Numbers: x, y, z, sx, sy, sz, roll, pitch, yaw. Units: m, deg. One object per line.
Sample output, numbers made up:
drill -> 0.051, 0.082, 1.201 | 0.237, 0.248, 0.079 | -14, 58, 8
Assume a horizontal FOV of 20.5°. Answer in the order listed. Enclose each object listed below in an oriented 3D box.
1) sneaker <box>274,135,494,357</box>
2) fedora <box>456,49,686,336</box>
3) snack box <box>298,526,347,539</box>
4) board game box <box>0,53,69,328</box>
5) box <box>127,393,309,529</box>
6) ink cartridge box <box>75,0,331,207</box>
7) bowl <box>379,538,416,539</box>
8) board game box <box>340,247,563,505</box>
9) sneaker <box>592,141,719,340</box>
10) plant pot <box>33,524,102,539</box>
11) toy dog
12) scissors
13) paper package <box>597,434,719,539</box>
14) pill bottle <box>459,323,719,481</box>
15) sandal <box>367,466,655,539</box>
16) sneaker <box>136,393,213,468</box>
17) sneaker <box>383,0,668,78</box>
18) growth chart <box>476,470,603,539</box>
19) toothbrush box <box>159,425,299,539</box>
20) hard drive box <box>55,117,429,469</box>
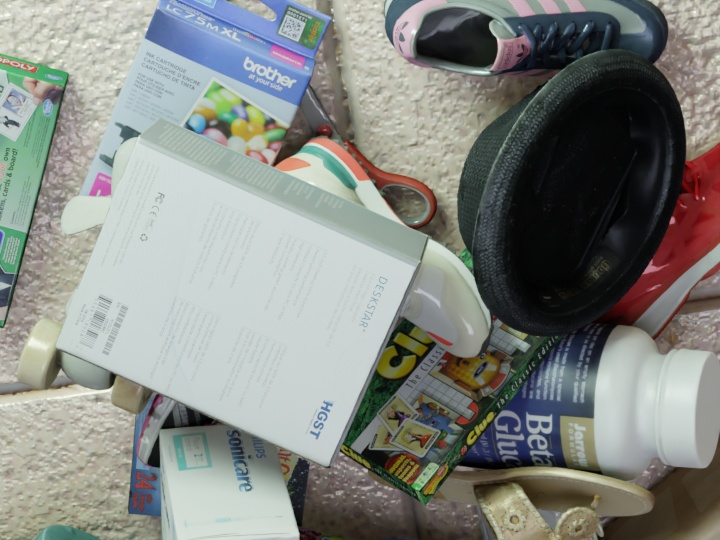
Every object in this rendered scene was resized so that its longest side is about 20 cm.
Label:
sneaker -> 0.000, -0.001, 1.371 | 0.200, 0.093, 0.070 | 47, 146, 15
fedora -> 0.128, -0.060, 1.352 | 0.200, 0.091, 0.202 | -17, 118, -35
snack box -> 0.016, 0.303, 1.521 | 0.199, 0.068, 0.170 | 15, 118, 13
board game box -> -0.297, -0.066, 1.428 | 0.134, 0.029, 0.201 | 16, 115, -7
box -> -0.101, 0.097, 1.504 | 0.136, 0.038, 0.201 | 6, 116, -3
ink cartridge box -> -0.111, -0.109, 1.399 | 0.119, 0.042, 0.201 | 23, 112, -7
bowl -> 0.039, 0.309, 1.578 | 0.199, 0.039, 0.202 | 7, 116, 15
board game box -> 0.067, 0.062, 1.398 | 0.200, 0.105, 0.024 | -49, 140, -18
sneaker -> 0.205, -0.042, 1.417 | 0.115, 0.078, 0.200 | 27, 112, -14
plant pot -> -0.244, 0.307, 1.532 | 0.200, 0.200, 0.188 | 35, 98, -16
toy dog -> -0.164, 0.005, 1.403 | 0.132, 0.096, 0.200 | 38, 105, -5
scissors -> -0.025, -0.087, 1.428 | 0.073, 0.014, 0.200 | -37, 110, 20
paper package -> 0.313, 0.229, 1.537 | 0.191, 0.104, 0.200 | 42, 108, -18
pill bottle -> 0.153, 0.093, 1.428 | 0.199, 0.111, 0.112 | 3, 119, 24
sandal -> 0.100, 0.178, 1.413 | 0.211, 0.070, 0.078 | 8, 155, 21
sneaker -> -0.086, 0.075, 1.430 | 0.087, 0.074, 0.200 | 33, 107, -8
sneaker -> 0.115, -0.154, 1.357 | 0.199, 0.082, 0.071 | 2, 117, -3
growth chart -> 0.139, 0.222, 1.522 | 0.018, 0.144, 0.201 | -29, 124, -34
toothbrush box -> -0.093, 0.229, 1.392 | 0.085, 0.147, 0.201 | -2, 118, -10
hard drive box -> -0.076, 0.014, 1.306 | 0.199, 0.077, 0.157 | 25, 105, 0
